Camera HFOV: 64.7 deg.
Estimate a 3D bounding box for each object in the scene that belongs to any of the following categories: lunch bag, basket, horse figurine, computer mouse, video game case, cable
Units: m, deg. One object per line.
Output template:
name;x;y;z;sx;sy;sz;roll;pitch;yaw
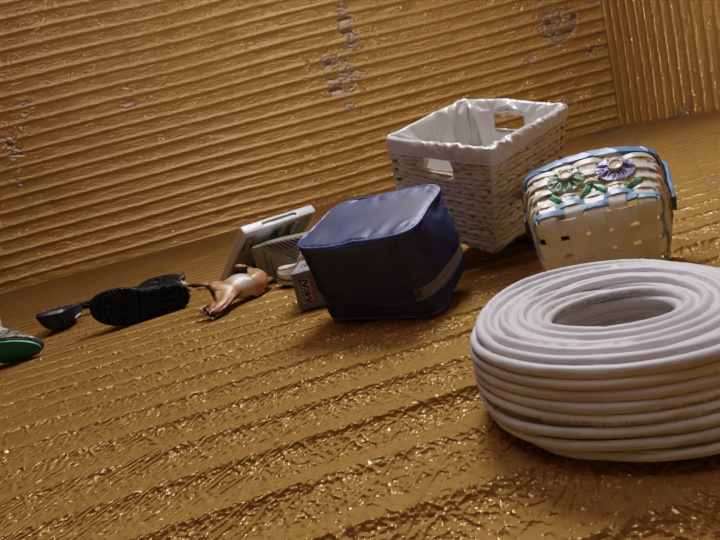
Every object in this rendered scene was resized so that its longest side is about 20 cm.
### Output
lunch bag;0.026;-0.011;0.722;0.198;0.134;0.136;-5;30;36
basket;0.277;-0.073;0.661;0.174;0.141;0.200;-11;21;21
basket;0.175;-0.148;0.845;0.199;0.163;0.197;-31;34;-34
horse figurine;-0.230;0.028;1.042;0.131;0.051;0.199;12;20;39
computer mouse;-0.641;0.098;1.289;0.139;0.047;0.200;-13;5;-17
video game case;-0.205;-0.054;1.243;0.181;0.024;0.200;-24;-19;-37
cable;0.174;0.048;0.383;0.198;0.070;0.199;-4;15;42

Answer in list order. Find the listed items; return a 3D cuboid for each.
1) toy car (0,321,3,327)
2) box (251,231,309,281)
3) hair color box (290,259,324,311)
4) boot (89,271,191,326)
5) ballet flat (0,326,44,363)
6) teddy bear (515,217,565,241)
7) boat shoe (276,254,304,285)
toy car;-0.864;0.124;1.236;0.175;0.186;0.200;-20;-17;-22
box;-0.111;-0.033;1.129;0.198;0.083;0.068;-11;12;24
hair color box;0.000;0.000;0.873;0.197;0.061;0.099;-13;11;5
boot;-0.442;0.052;1.161;0.196;0.074;0.162;-11;12;-21
ballet flat;-0.673;0.140;1.010;0.198;0.068;0.076;-20;49;-16
teddy bear;0.255;-0.073;0.928;0.197;0.068;0.145;-5;23;16
boat shoe;-0.075;-0.017;1.028;0.198;0.069;0.075;-7;13;34
